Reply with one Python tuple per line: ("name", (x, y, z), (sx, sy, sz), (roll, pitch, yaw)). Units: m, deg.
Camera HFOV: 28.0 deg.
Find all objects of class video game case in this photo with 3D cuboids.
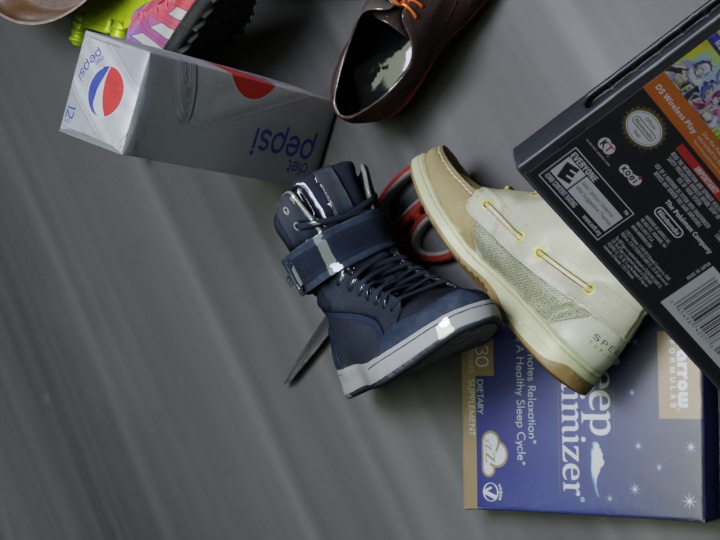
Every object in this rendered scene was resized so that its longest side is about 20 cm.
("video game case", (0.209, -0.046, 0.751), (0.180, 0.200, 0.026), (-36, 28, 20))

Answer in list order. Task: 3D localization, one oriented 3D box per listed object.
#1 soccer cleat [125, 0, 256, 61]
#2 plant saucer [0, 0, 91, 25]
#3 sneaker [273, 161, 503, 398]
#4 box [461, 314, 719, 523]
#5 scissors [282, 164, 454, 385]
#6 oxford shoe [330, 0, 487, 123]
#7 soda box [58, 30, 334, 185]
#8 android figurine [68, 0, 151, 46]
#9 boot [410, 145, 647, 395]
("soccer cleat", (-0.133, -0.173, 1.031), (0.074, 0.068, 0.200), (58, 150, 6))
("plant saucer", (-0.232, -0.288, 1.127), (0.198, 0.032, 0.203), (-5, 82, 34))
("sneaker", (0.010, -0.004, 0.900), (0.202, 0.076, 0.148), (-28, 80, 67))
("box", (0.152, 0.088, 0.881), (0.198, 0.032, 0.123), (-3, 85, 34))
("scissors", (0.000, 0.000, 1.007), (0.200, 0.014, 0.074), (-39, 69, 29))
("oxford shoe", (0.043, -0.179, 0.934), (0.071, 0.073, 0.201), (30, 109, 5))
("soda box", (-0.103, -0.105, 0.969), (0.063, 0.199, 0.069), (22, 99, 34))
("android figurine", (-0.182, -0.269, 1.134), (0.181, 0.041, 0.202), (22, 99, 34))
("boot", (0.129, -0.044, 0.873), (0.155, 0.072, 0.201), (-45, 51, 12))
